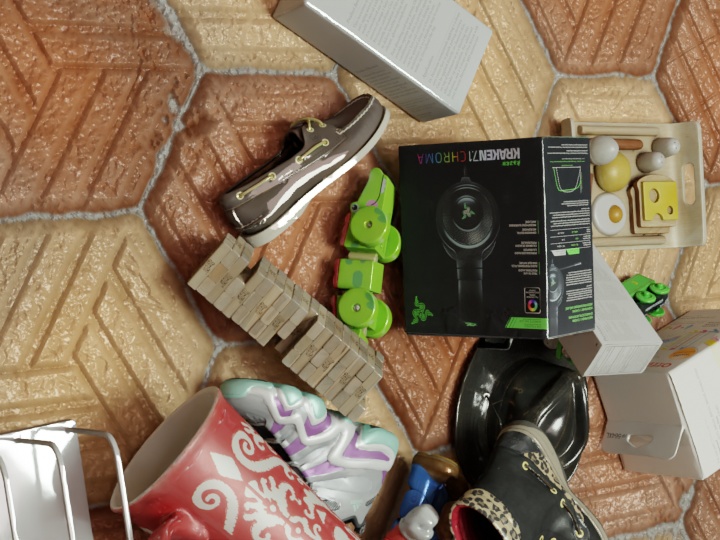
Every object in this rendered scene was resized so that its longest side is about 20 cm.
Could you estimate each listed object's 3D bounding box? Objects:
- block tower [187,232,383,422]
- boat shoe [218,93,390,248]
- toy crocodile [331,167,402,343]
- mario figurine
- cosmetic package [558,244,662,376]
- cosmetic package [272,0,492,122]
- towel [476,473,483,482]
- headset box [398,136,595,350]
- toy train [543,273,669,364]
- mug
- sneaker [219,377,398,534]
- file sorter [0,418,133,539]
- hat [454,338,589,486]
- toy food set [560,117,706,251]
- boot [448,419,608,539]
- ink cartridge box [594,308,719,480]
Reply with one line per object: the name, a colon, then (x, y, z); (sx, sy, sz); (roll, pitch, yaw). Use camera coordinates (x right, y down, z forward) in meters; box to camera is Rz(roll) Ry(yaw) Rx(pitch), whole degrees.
block tower: (-0.063, 0.050, 1.278); (0.200, 0.054, 0.058); (42, 103, -9)
boat shoe: (-0.052, -0.108, 1.320); (0.200, 0.072, 0.060); (-45, 113, -19)
toy crocodile: (0.000, 0.000, 1.355); (0.067, 0.061, 0.203); (37, 61, -70)
mario figurine: (0.061, 0.288, 1.349); (0.123, 0.106, 0.202); (33, 69, -28)
cosmetic package: (0.219, 0.019, 1.422); (0.082, 0.051, 0.201); (2, 43, -32)
cosmetic package: (0.024, -0.243, 1.372); (0.199, 0.071, 0.102); (33, 71, -26)
towel: (0.128, 0.309, 1.380); (0.112, 0.048, 0.201); (49, 44, -31)
headset box: (0.131, -0.025, 1.352); (0.092, 0.173, 0.203); (-6, 96, -50)
toy train: (0.265, 0.050, 1.496); (0.199, 0.056, 0.042); (-23, 129, -44)
mug: (-0.109, 0.232, 1.192); (0.200, 0.133, 0.178); (44, 54, -15)
sneaker: (-0.060, 0.190, 1.293); (0.199, 0.077, 0.141); (26, 74, -27)
file sorter: (-0.297, 0.210, 1.119); (0.198, 0.124, 0.141); (-10, 92, -31)
hat: (0.190, 0.150, 1.449); (0.199, 0.081, 0.203); (2, 85, -31)
toy food set: (0.306, -0.096, 1.546); (0.198, 0.060, 0.146); (-2, 88, -31)
boot: (0.166, 0.263, 1.344); (0.150, 0.073, 0.202); (-37, 103, -52)
ink cartridge box: (0.363, 0.137, 1.529); (0.199, 0.128, 0.127); (-25, 100, -31)
